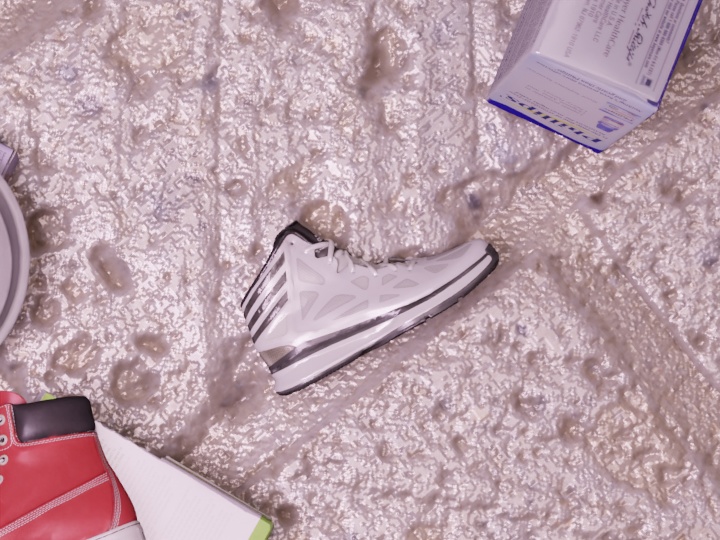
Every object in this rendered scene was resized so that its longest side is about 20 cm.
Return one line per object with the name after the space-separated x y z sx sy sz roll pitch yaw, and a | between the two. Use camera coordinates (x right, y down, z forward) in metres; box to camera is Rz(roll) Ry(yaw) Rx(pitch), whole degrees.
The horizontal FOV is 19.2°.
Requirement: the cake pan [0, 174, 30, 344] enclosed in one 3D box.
-0.340 -0.006 1.551 0.198 0.037 0.202 0 85 -6 | cake pan

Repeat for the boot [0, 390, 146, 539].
-0.267 0.168 1.496 0.199 0.072 0.145 -22 82 -17 | boot

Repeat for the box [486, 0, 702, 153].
0.187 -0.204 1.586 0.104 0.200 0.185 23 83 -4 | box

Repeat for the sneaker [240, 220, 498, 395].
0.000 0.000 1.611 0.199 0.076 0.116 -28 89 -5 | sneaker

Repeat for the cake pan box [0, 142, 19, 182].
-0.379 -0.039 1.594 0.183 0.052 0.201 24 82 -1 | cake pan box

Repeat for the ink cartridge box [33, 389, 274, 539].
-0.185 0.201 1.571 0.199 0.076 0.149 31 79 -1 | ink cartridge box
